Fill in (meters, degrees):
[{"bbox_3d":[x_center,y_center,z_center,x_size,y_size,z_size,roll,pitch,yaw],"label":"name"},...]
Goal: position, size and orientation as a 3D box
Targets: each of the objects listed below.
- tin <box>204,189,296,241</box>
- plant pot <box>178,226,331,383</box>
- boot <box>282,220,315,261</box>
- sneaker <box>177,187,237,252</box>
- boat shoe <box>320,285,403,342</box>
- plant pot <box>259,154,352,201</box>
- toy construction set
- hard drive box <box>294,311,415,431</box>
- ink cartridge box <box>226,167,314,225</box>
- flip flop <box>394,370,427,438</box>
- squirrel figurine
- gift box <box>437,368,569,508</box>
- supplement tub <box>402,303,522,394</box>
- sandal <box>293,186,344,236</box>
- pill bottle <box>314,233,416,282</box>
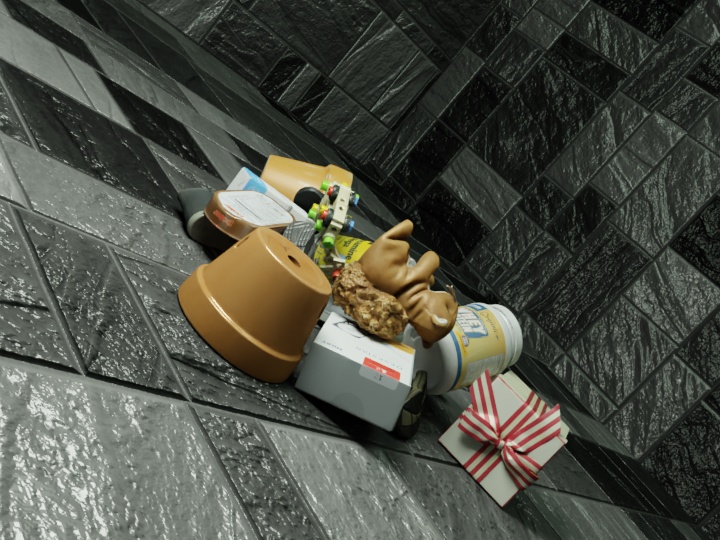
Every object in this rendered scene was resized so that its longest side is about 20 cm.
[{"bbox_3d":[-0.182,-0.092,1.366,0.111,0.042,0.200,34,18,15],"label":"tin"},{"bbox_3d":[-0.134,0.036,1.133,0.200,0.140,0.200,40,12,-10],"label":"plant pot"},{"bbox_3d":[-0.119,0.026,1.358,0.069,0.201,0.133,17,-43,21],"label":"boot"},{"bbox_3d":[-0.224,-0.079,1.414,0.199,0.075,0.107,30,19,-43],"label":"sneaker"},{"bbox_3d":[-0.009,0.070,1.447,0.199,0.072,0.070,21,13,23],"label":"boat shoe"},{"bbox_3d":[-0.139,-0.157,1.772,0.181,0.202,0.200,24,15,-11],"label":"plant pot"},{"bbox_3d":[-0.049,-0.077,1.439,0.091,0.132,0.202,11,48,-22],"label":"toy construction set"},{"bbox_3d":[-0.002,0.148,1.234,0.154,0.078,0.200,24,11,1],"label":"hard drive box"},{"bbox_3d":[-0.169,-0.085,1.518,0.199,0.116,0.067,34,6,-31],"label":"ink cartridge box"},{"bbox_3d":[0.076,0.219,1.370,0.057,0.082,0.200,8,15,11],"label":"flip flop"},{"bbox_3d":[0.060,0.050,1.332,0.199,0.142,0.187,-31,77,-34],"label":"squirrel figurine"},{"bbox_3d":[0.264,0.281,1.459,0.184,0.201,0.186,39,11,15],"label":"gift box"},{"bbox_3d":[0.190,0.141,1.517,0.198,0.146,0.145,-11,45,-35],"label":"supplement tub"},{"bbox_3d":[-0.079,-0.110,1.611,0.074,0.048,0.201,5,-31,19],"label":"sandal"},{"bbox_3d":[0.000,0.000,1.519,0.198,0.114,0.112,13,-2,25],"label":"pill bottle"}]
